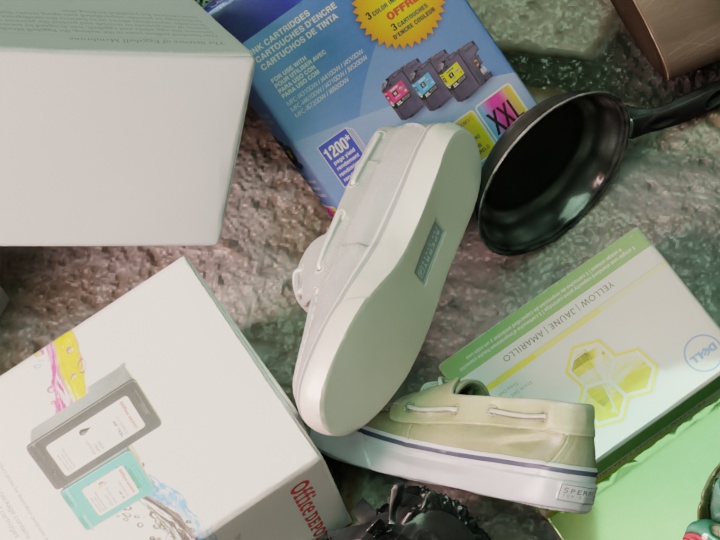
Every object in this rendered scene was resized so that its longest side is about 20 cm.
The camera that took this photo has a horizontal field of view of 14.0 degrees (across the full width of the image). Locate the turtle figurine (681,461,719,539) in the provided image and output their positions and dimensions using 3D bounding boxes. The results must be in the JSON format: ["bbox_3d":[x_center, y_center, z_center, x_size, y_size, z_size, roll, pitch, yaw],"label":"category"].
[{"bbox_3d":[0.240,0.121,1.602,0.200,0.150,0.101,-41,37,-19],"label":"turtle figurine"}]

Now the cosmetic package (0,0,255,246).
[{"bbox_3d":[-0.195,-0.106,1.646,0.199,0.123,0.200,0,25,-27],"label":"cosmetic package"}]

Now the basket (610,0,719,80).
[{"bbox_3d":[0.239,-0.207,1.720,0.200,0.136,0.180,-30,52,1],"label":"basket"}]

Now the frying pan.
[{"bbox_3d":[0.136,-0.083,1.699,0.190,0.115,0.031,-42,58,-9],"label":"frying pan"}]

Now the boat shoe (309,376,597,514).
[{"bbox_3d":[0.056,0.091,1.636,0.200,0.072,0.062,9,85,42],"label":"boat shoe"}]

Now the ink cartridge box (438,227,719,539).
[{"bbox_3d":[0.160,0.095,1.668,0.146,0.048,0.200,-34,68,-6],"label":"ink cartridge box"}]

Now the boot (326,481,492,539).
[{"bbox_3d":[0.029,0.230,1.612,0.162,0.073,0.198,-45,111,-35],"label":"boot"}]

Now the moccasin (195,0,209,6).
[{"bbox_3d":[-0.057,-0.161,1.772,0.200,0.068,0.080,-3,71,6],"label":"moccasin"}]

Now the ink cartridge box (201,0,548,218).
[{"bbox_3d":[-0.005,-0.130,1.708,0.136,0.076,0.200,-36,98,-6],"label":"ink cartridge box"}]

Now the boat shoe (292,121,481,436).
[{"bbox_3d":[0.000,0.000,1.618,0.069,0.072,0.200,7,65,32],"label":"boat shoe"}]

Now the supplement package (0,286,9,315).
[{"bbox_3d":[-0.308,0.060,1.680,0.111,0.156,0.200,22,75,13],"label":"supplement package"}]

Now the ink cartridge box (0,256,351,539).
[{"bbox_3d":[-0.130,0.122,1.642,0.200,0.147,0.146,-33,70,-5],"label":"ink cartridge box"}]
